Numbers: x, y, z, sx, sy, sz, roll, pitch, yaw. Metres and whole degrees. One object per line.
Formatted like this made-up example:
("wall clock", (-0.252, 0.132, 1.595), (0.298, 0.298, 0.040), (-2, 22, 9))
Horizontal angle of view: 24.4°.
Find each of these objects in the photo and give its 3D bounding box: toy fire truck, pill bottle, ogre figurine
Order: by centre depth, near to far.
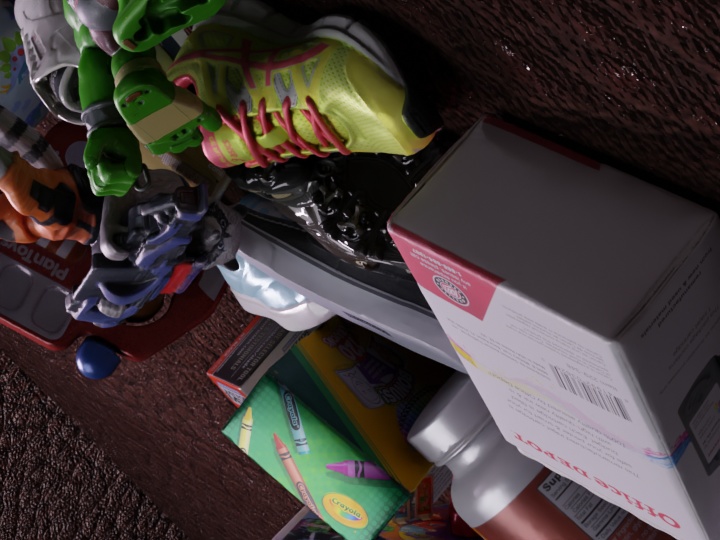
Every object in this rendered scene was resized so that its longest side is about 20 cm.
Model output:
("ogre figurine", (-0.111, -0.143, 0.823), (0.200, 0.098, 0.120), (90, 162, -57))
("pill bottle", (0.129, 0.139, 1.032), (0.200, 0.112, 0.112), (42, 164, -1))
("toy fire truck", (-0.205, -0.010, 1.292), (0.199, 0.168, 0.112), (30, 165, -6))

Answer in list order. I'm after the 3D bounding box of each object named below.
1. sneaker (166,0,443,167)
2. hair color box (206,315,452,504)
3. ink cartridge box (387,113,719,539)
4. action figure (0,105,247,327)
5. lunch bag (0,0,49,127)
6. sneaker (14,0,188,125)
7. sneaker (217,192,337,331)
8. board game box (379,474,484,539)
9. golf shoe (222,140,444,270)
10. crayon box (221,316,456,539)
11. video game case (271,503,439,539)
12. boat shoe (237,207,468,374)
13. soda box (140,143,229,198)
("sneaker", (-0.037, -0.083, 0.869), (0.200, 0.090, 0.078), (21, 155, 50))
("hair color box", (-0.011, 0.109, 1.288), (0.200, 0.111, 0.064), (51, 162, -28))
("ink cartridge box", (0.118, 0.034, 0.826), (0.147, 0.086, 0.200), (28, 161, 38))
("action figure", (-0.149, -0.046, 0.963), (0.193, 0.105, 0.200), (17, 153, -25))
("lunch bag", (-0.312, -0.122, 1.267), (0.127, 0.170, 0.200), (37, 166, 13))
("sneaker", (-0.172, -0.134, 1.004), (0.076, 0.081, 0.200), (48, 167, -33))
("sneaker", (-0.055, -0.012, 1.139), (0.082, 0.074, 0.200), (54, 155, -19))
("board game box", (0.104, 0.162, 1.161), (0.199, 0.039, 0.158), (-1, -174, -44))
("golf shoe", (0.011, -0.039, 0.931), (0.094, 0.078, 0.200), (39, 176, -38))
("crayon box", (0.001, 0.094, 1.112), (0.119, 0.058, 0.200), (40, -157, 4))
("video game case", (0.038, 0.192, 1.152), (0.181, 0.023, 0.200), (5, -175, 9))
("boat shoe", (0.000, 0.000, 1.022), (0.199, 0.057, 0.069), (26, 173, 25))
("soda box", (-0.121, -0.063, 1.099), (0.064, 0.068, 0.200), (34, 155, -4))
